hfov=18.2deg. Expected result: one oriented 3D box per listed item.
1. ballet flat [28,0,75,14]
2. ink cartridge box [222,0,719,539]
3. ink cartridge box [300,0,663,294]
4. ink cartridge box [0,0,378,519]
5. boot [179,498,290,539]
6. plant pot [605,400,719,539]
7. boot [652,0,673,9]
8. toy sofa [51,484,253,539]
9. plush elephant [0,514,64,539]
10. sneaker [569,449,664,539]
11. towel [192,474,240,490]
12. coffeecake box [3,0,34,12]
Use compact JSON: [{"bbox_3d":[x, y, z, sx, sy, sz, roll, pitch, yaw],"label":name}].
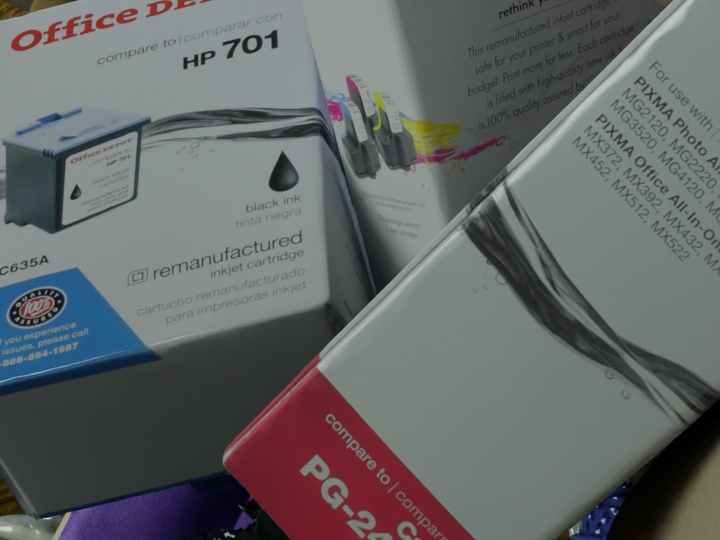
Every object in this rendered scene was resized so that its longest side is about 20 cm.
[{"bbox_3d":[-0.123,-0.055,1.168,0.063,0.068,0.201,-16,85,40],"label":"ballet flat"},{"bbox_3d":[0.075,-0.001,0.631,0.200,0.083,0.145,-44,-5,28],"label":"ink cartridge box"},{"bbox_3d":[0.048,-0.081,0.812,0.068,0.115,0.201,14,122,59],"label":"ink cartridge box"},{"bbox_3d":[-0.072,-0.019,0.870,0.146,0.086,0.201,-14,48,9],"label":"ink cartridge box"},{"bbox_3d":[-0.024,0.175,0.762,0.168,0.077,0.200,36,62,24],"label":"boot"},{"bbox_3d":[0.152,0.088,0.614,0.200,0.187,0.188,159,127,-68],"label":"plant pot"},{"bbox_3d":[0.147,-0.070,0.718,0.070,0.146,0.201,-39,42,37],"label":"boot"},{"bbox_3d":[-0.062,0.079,0.939,0.098,0.083,0.200,-40,19,51],"label":"toy sofa"},{"bbox_3d":[-0.163,0.185,1.052,0.154,0.165,0.201,-24,78,5],"label":"plush elephant"},{"bbox_3d":[0.088,0.040,0.771,0.080,0.115,0.200,-2,70,57],"label":"sneaker"},{"bbox_3d":[0.000,0.000,0.916,0.146,0.024,0.201,-9,48,8],"label":"towel"},{"bbox_3d":[-0.132,-0.177,1.201,0.200,0.153,0.073,6,76,57],"label":"coffeecake box"}]
